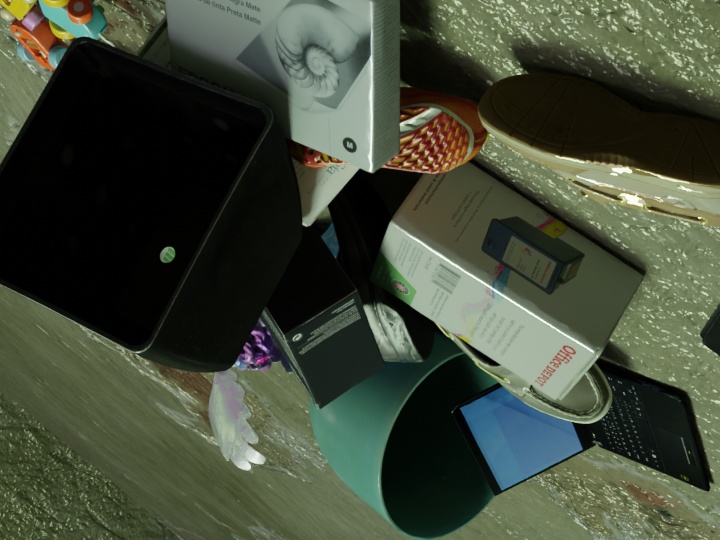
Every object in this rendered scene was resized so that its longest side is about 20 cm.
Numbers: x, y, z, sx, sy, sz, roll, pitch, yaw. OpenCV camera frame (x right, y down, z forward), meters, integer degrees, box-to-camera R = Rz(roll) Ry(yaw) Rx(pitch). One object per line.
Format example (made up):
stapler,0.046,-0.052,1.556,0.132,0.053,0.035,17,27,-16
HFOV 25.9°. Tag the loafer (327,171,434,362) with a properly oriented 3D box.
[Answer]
loafer,0.000,0.000,1.423,0.072,0.073,0.202,-11,111,26

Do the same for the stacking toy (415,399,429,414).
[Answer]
stacking toy,0.030,0.167,1.785,0.145,0.147,0.200,34,178,2

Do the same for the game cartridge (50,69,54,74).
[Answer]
game cartridge,-0.263,-0.104,1.586,0.134,0.040,0.201,97,148,-70

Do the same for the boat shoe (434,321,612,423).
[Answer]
boat shoe,0.138,0.069,1.407,0.201,0.072,0.060,37,-174,12

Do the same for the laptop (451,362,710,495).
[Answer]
laptop,0.213,0.170,1.492,0.199,0.104,0.178,21,156,33

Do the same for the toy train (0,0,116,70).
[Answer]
toy train,-0.271,-0.232,1.440,0.199,0.056,0.150,17,154,47

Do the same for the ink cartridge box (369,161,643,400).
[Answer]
ink cartridge box,0.118,0.007,1.310,0.199,0.088,0.146,34,160,6

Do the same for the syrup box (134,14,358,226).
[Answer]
syrup box,-0.089,-0.136,1.286,0.199,0.079,0.082,39,-161,-12

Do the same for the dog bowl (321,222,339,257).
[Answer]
dog bowl,-0.015,0.001,1.551,0.111,0.050,0.199,43,158,-20

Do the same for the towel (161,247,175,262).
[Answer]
towel,-0.156,-0.067,1.402,0.023,0.153,0.200,34,-178,26

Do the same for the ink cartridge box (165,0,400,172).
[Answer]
ink cartridge box,-0.059,-0.190,1.118,0.198,0.041,0.202,23,133,28

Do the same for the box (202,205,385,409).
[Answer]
box,-0.067,0.000,1.365,0.201,0.078,0.142,55,170,31

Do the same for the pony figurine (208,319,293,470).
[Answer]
pony figurine,-0.127,0.072,1.575,0.200,0.166,0.194,41,-170,-44

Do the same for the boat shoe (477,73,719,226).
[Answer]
boat shoe,0.171,-0.076,1.070,0.198,0.074,0.070,22,150,28

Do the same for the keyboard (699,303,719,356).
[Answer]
keyboard,0.332,0.049,1.173,0.127,0.021,0.200,37,161,11

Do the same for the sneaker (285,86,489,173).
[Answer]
sneaker,0.005,-0.113,1.206,0.198,0.077,0.074,16,111,21

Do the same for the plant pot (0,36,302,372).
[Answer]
plant pot,-0.156,-0.032,1.217,0.198,0.202,0.177,23,169,27

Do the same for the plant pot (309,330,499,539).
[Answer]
plant pot,0.043,0.146,1.586,0.160,0.201,0.201,25,159,44
